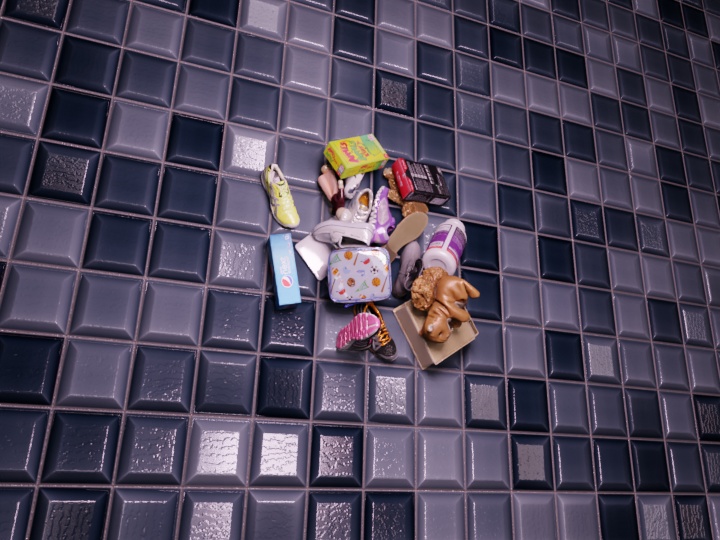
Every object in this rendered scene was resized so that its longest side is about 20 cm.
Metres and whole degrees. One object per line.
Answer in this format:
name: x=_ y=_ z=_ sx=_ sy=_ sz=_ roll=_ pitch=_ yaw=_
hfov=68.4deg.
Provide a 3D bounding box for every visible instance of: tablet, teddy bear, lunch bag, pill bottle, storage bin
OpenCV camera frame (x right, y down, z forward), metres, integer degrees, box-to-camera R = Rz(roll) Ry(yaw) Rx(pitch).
tablet: x=-0.092 y=-0.077 z=1.625 sx=0.198 sy=0.014 sz=0.132 roll=-39 pitch=90 yaw=-25
teddy bear: x=0.144 y=-0.256 z=1.742 sx=0.202 sy=0.067 sz=0.144 roll=52 pitch=47 yaw=1
lunch bag: x=-0.006 y=0.018 z=1.520 sx=0.191 sy=0.076 sz=0.168 roll=-3 pitch=90 yaw=0
pill bottle: x=0.274 y=-0.074 z=1.689 sx=0.111 sy=0.113 sz=0.202 roll=37 pitch=47 yaw=-6
storage bin: x=0.234 y=0.161 z=1.631 sx=0.194 sy=0.094 sz=0.205 roll=-25 pitch=83 yaw=-25

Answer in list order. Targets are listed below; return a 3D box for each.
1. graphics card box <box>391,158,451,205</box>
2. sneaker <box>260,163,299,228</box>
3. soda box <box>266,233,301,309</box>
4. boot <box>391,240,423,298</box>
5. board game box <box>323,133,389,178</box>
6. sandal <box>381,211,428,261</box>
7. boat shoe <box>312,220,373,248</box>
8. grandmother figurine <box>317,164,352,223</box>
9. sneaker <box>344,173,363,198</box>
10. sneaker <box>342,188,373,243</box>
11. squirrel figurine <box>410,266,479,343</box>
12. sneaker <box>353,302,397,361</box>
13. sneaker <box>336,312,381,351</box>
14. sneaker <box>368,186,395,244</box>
graphics card box: x=0.199 y=-0.287 z=1.723 sx=0.194 sy=0.051 sz=0.130 roll=1 pitch=61 yaw=-39
sneaker: x=-0.240 y=-0.221 z=1.579 sx=0.074 sy=0.076 sz=0.205 roll=-26 pitch=85 yaw=-26
soda box: x=-0.222 y=0.003 z=1.525 sx=0.065 sy=0.064 sz=0.208 roll=-6 pitch=76 yaw=-20
boot: x=0.164 y=-0.015 z=1.635 sx=0.068 sy=0.132 sz=0.207 roll=20 pitch=68 yaw=-11
board game box: x=-0.010 y=-0.354 z=1.627 sx=0.197 sy=0.048 sz=0.103 roll=-24 pitch=73 yaw=-43
sandal: x=0.122 y=-0.111 z=1.688 sx=0.212 sy=0.069 sz=0.078 roll=-47 pitch=115 yaw=-5
boat shoe: x=-0.058 y=-0.100 z=1.548 sx=0.193 sy=0.074 sz=0.069 roll=-3 pitch=55 yaw=25
grandmother figurine: x=-0.076 y=-0.217 z=1.613 sx=0.058 sy=0.123 sz=0.205 roll=-13 pitch=57 yaw=-18
sneaker: x=-0.048 y=-0.322 z=1.669 sx=0.126 sy=0.080 sz=0.203 roll=26 pitch=56 yaw=-3
sneaker: x=-0.014 y=-0.162 z=1.630 sx=0.074 sy=0.080 sz=0.207 roll=23 pitch=64 yaw=-18
squirrel figurine: x=0.219 y=0.101 z=1.531 sx=0.198 sy=0.141 sz=0.189 roll=39 pitch=77 yaw=-5
sneaker: x=0.049 y=0.177 z=1.567 sx=0.077 sy=0.077 sz=0.203 roll=-33 pitch=89 yaw=-27
sneaker: x=0.011 y=0.178 z=1.496 sx=0.085 sy=0.199 sz=0.076 roll=14 pitch=58 yaw=-29
sneaker: x=0.070 y=-0.165 z=1.657 sx=0.085 sy=0.081 sz=0.207 roll=14 pitch=66 yaw=-1
